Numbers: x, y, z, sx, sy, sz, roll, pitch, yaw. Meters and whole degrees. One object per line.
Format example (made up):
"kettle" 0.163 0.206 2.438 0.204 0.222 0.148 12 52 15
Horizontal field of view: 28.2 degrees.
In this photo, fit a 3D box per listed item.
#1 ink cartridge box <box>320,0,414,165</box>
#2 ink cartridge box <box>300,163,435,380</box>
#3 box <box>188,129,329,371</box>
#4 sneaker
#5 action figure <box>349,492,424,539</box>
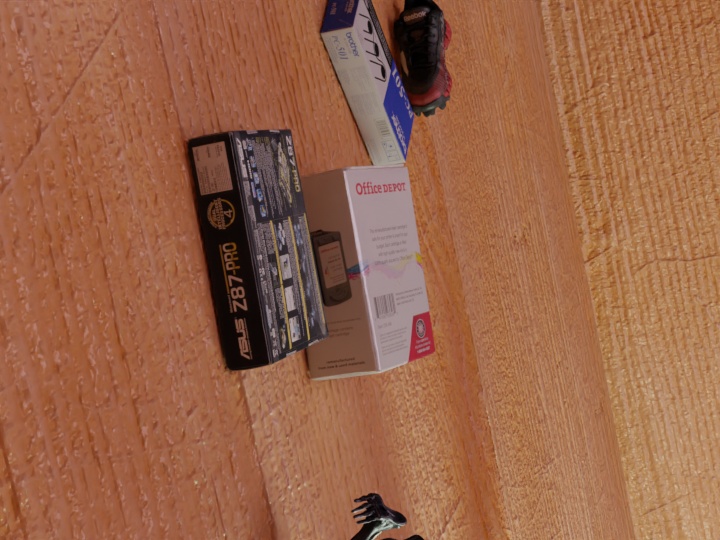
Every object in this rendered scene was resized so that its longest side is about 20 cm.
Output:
"ink cartridge box" 0.011 -0.230 1.702 0.095 0.044 0.201 -78 153 -45
"ink cartridge box" 0.000 0.000 1.455 0.147 0.085 0.203 -9 88 -63
"box" -0.088 -0.024 1.280 0.161 0.048 0.203 -22 102 -70
"sneaker" 0.081 -0.294 1.914 0.098 0.070 0.202 63 23 -44
"action figure" -0.020 0.291 1.249 0.119 0.101 0.202 60 -44 46
